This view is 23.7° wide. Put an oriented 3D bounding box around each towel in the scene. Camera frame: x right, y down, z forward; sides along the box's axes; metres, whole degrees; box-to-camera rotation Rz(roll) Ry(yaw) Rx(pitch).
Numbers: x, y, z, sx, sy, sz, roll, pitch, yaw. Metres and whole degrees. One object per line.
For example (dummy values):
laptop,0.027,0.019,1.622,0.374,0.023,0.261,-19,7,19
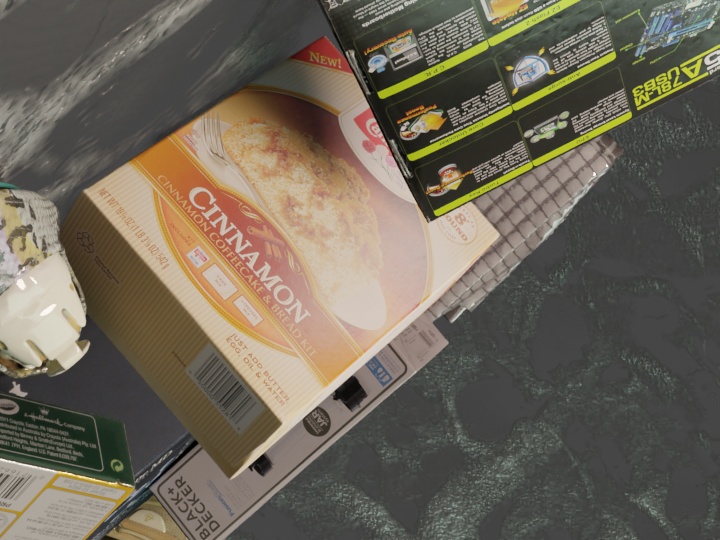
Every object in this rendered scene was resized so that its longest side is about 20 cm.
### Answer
towel,0.070,-0.075,1.267,0.200,0.166,0.086,-44,180,25

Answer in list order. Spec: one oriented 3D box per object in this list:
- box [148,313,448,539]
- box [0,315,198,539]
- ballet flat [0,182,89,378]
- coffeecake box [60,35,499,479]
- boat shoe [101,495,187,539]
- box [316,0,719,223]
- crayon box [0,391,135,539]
box,-0.040,0.098,1.169,0.200,0.060,0.117,-42,176,16
box,-0.183,0.111,1.152,0.148,0.107,0.200,-39,173,-33
ballet flat,-0.152,0.013,0.782,0.072,0.072,0.200,-41,175,-11
coffeecake box,-0.044,-0.013,0.922,0.200,0.154,0.073,-39,175,-41
boat shoe,-0.206,0.191,1.284,0.073,0.198,0.064,94,1,-67
box,0.087,-0.131,0.816,0.198,0.048,0.194,-27,146,3
crayon box,-0.237,0.149,0.993,0.125,0.052,0.200,19,128,-37
